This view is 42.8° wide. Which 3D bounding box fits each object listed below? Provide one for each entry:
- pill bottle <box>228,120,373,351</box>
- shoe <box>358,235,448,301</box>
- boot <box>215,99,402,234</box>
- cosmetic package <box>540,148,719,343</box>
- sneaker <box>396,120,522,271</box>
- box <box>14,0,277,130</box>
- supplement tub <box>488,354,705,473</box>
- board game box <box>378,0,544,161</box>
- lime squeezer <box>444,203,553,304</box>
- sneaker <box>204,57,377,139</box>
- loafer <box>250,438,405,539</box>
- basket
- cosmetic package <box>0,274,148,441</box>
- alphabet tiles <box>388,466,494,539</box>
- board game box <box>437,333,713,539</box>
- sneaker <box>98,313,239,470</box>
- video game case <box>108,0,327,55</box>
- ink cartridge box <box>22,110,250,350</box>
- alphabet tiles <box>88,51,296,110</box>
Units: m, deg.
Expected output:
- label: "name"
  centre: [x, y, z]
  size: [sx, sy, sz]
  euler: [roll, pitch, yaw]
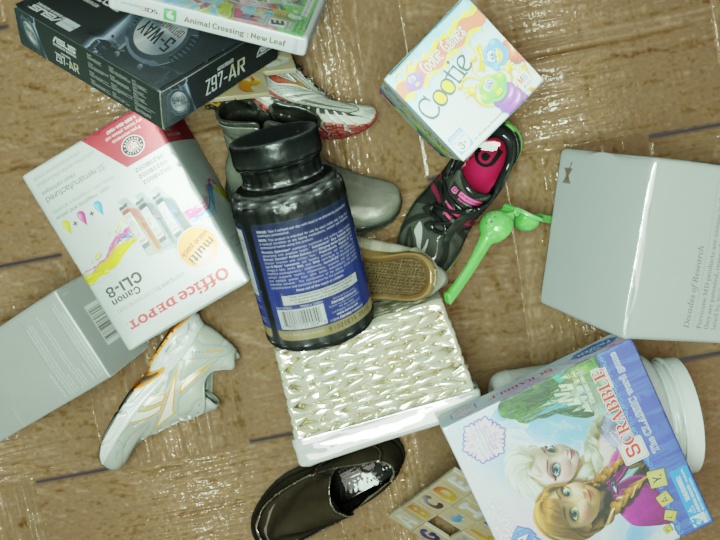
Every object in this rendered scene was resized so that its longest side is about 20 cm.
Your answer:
- label: "pill bottle"
  centre: [-0.059, -0.033, 0.876]
  size: [0.111, 0.112, 0.202]
  euler: [-12, 110, 2]
- label: "shoe"
  centre: [0.000, 0.000, 0.971]
  size: [0.199, 0.053, 0.071]
  euler: [9, 101, 31]
- label: "boot"
  centre: [-0.050, -0.107, 0.937]
  size: [0.198, 0.131, 0.068]
  euler: [9, 55, 0]
- label: "cosmetic package"
  centre: [0.313, -0.026, 0.912]
  size: [0.198, 0.167, 0.168]
  euler: [4, 99, -18]
- label: "sneaker"
  centre: [0.098, -0.074, 0.966]
  size: [0.076, 0.084, 0.201]
  euler: [31, 97, 5]
- label: "box"
  centre: [-0.204, -0.229, 0.883]
  size: [0.199, 0.160, 0.044]
  euler: [32, 141, 22]
- label: "supplement tub"
  centre: [0.244, 0.166, 0.972]
  size: [0.198, 0.145, 0.146]
  euler: [-8, 98, 2]
- label: "board game box"
  centre: [0.090, -0.180, 0.895]
  size: [0.105, 0.200, 0.103]
  euler: [-44, 96, 6]
- label: "lime squeezer"
  centre: [0.162, -0.036, 0.949]
  size: [0.199, 0.038, 0.071]
  euler: [-25, 102, -29]
- label: "sneaker"
  centre: [-0.076, -0.191, 0.957]
  size: [0.198, 0.078, 0.083]
  euler: [16, 85, -9]
- label: "loafer"
  centre: [-0.040, 0.247, 1.020]
  size: [0.199, 0.071, 0.073]
  euler: [-36, 97, 5]
- label: "basket"
  centre: [0.013, 0.105, 0.969]
  size: [0.198, 0.136, 0.124]
  euler: [-18, 95, 1]
- label: "cosmetic package"
  centre: [-0.337, 0.094, 0.966]
  size: [0.199, 0.090, 0.107]
  euler: [-27, 99, 25]
- label: "alphabet tiles"
  centre: [0.139, 0.278, 0.988]
  size: [0.167, 0.200, 0.008]
  euler: [33, 52, -4]
- label: "board game box"
  centre: [0.205, 0.191, 0.882]
  size: [0.198, 0.041, 0.201]
  euler: [-26, 96, 3]
- label: "sneaker"
  centre: [-0.209, 0.147, 1.008]
  size: [0.092, 0.076, 0.201]
  euler: [34, 98, -9]
- label: "video game case"
  centre: [-0.124, -0.276, 0.890]
  size: [0.180, 0.201, 0.022]
  euler: [14, 126, -2]
- label: "ink cartridge box"
  centre: [-0.212, -0.048, 0.942]
  size: [0.145, 0.145, 0.201]
  euler: [-30, 98, 4]
- label: "alphabet tiles"
  centre: [-0.170, -0.218, 0.912]
  size: [0.198, 0.167, 0.006]
  euler: [-9, 138, -13]
